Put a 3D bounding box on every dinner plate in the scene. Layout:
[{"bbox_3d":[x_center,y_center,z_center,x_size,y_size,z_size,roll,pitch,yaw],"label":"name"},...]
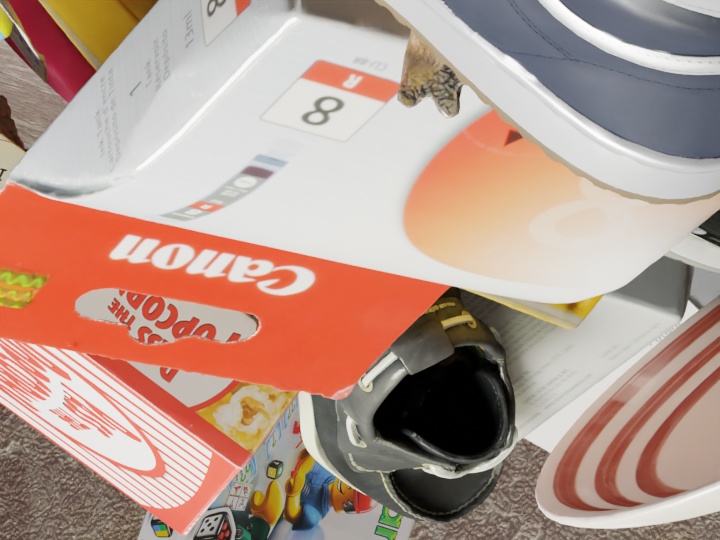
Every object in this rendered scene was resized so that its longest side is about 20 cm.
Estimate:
[{"bbox_3d":[0.131,0.009,0.632,0.024,0.200,0.200,55,170,-7],"label":"dinner plate"}]

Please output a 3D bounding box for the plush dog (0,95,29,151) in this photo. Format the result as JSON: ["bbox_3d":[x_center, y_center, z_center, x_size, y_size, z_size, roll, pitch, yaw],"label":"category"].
[{"bbox_3d":[-0.210,-0.070,1.047,0.160,0.200,0.172,-24,110,35],"label":"plush dog"}]

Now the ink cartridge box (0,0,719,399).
[{"bbox_3d":[-0.010,-0.011,0.705,0.162,0.050,0.200,12,138,-35],"label":"ink cartridge box"}]

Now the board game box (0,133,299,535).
[{"bbox_3d":[-0.119,0.006,0.913,0.200,0.046,0.152,36,162,0],"label":"board game box"}]

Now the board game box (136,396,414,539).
[{"bbox_3d":[-0.015,0.056,1.157,0.126,0.200,0.035,21,177,-41],"label":"board game box"}]

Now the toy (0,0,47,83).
[{"bbox_3d":[-0.152,-0.108,0.832,0.115,0.047,0.200,56,173,0],"label":"toy"}]

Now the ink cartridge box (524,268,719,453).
[{"bbox_3d":[0.107,0.041,1.102,0.200,0.057,0.162,1,162,-29],"label":"ink cartridge box"}]

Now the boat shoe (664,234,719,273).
[{"bbox_3d":[0.086,-0.051,0.836,0.202,0.065,0.074,20,-161,-29],"label":"boat shoe"}]

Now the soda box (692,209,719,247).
[{"bbox_3d":[0.161,-0.024,0.812,0.063,0.071,0.200,15,175,43],"label":"soda box"}]

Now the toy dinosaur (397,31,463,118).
[{"bbox_3d":[0.088,-0.060,0.617,0.200,0.086,0.136,30,-155,8],"label":"toy dinosaur"}]

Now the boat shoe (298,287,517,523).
[{"bbox_3d":[0.021,0.050,0.915,0.068,0.072,0.200,46,170,26],"label":"boat shoe"}]

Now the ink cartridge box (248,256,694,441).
[{"bbox_3d":[0.000,0.000,0.977,0.200,0.047,0.160,18,153,-16],"label":"ink cartridge box"}]

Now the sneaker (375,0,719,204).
[{"bbox_3d":[0.009,-0.098,0.493,0.200,0.070,0.109,34,157,3],"label":"sneaker"}]

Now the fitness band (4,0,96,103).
[{"bbox_3d":[-0.071,-0.071,1.011,0.200,0.037,0.144,33,167,21],"label":"fitness band"}]

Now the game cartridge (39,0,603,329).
[{"bbox_3d":[-0.029,-0.068,0.839,0.176,0.032,0.200,21,-159,-44],"label":"game cartridge"}]
